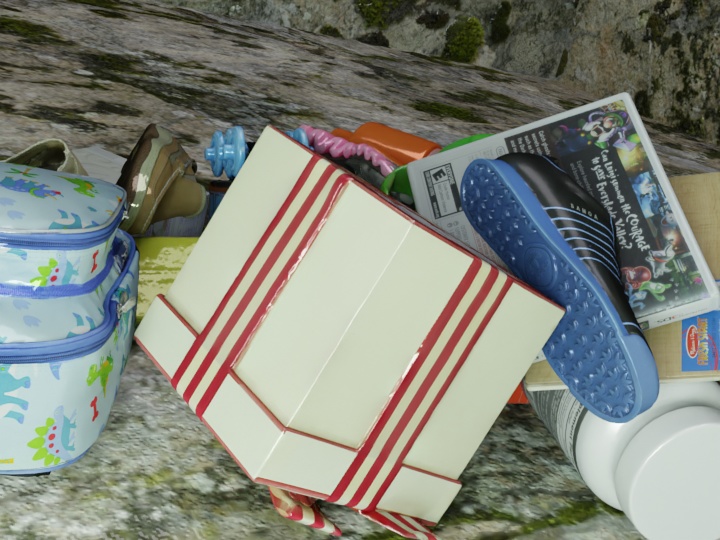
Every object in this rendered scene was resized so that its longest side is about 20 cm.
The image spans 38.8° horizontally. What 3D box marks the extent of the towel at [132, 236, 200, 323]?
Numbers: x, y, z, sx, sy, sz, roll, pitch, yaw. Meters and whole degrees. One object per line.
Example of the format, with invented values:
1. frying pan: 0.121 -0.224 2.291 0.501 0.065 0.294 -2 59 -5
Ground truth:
1. towel: -0.128 0.008 0.798 0.199 0.018 0.086 1 49 -7

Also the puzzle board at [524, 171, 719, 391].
1. puzzle board: 0.202 0.005 0.733 0.150 0.017 0.200 -5 43 22

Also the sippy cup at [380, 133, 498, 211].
1. sippy cup: 0.106 -0.024 0.851 0.177 0.140 0.130 -9 34 16

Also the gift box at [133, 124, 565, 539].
1. gift box: -0.001 0.052 0.636 0.200 0.187 0.185 29 6 -39

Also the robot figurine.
1. robot figurine: 0.047 -0.109 1.239 0.200 0.144 0.117 22 52 19

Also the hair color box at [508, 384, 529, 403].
1. hair color box: 0.190 0.068 0.919 0.200 0.064 0.111 3 21 -27

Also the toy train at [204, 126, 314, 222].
1. toy train: -0.097 -0.076 0.972 0.086 0.115 0.200 -1 5 -18

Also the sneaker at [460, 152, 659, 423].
1. sneaker: 0.144 0.001 0.662 0.078 0.070 0.200 -11 62 -32

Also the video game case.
1. video game case: 0.137 -0.029 0.744 0.181 0.023 0.200 -18 51 9

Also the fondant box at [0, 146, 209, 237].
1. fondant box: -0.253 -0.056 0.939 0.144 0.058 0.200 22 21 18

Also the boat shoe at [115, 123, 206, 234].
1. boat shoe: -0.167 -0.074 0.884 0.076 0.072 0.200 32 19 -16

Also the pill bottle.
1. pill bottle: 0.197 0.103 0.742 0.116 0.116 0.200 10 19 -16

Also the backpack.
1. backpack: -0.226 0.018 0.606 0.183 0.147 0.200 8 23 -11

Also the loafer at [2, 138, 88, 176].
1. loafer: -0.287 -0.040 0.769 0.076 0.068 0.200 23 44 23

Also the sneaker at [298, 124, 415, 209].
1. sneaker: -0.014 -0.076 0.995 0.079 0.096 0.200 31 -2 -35
